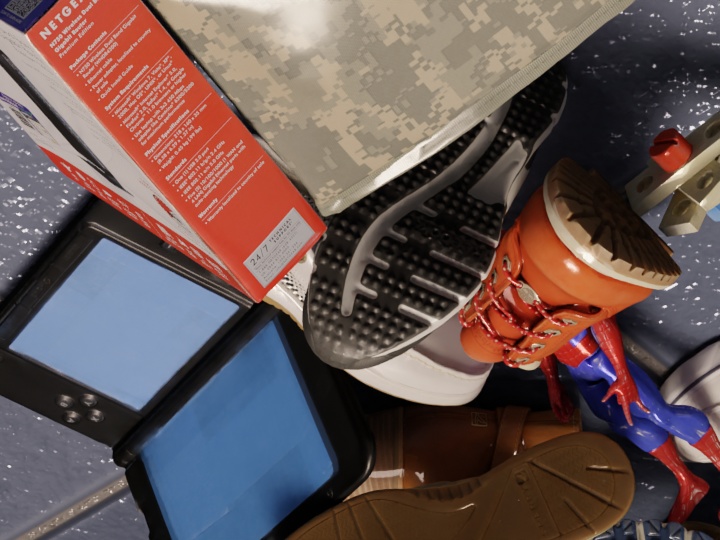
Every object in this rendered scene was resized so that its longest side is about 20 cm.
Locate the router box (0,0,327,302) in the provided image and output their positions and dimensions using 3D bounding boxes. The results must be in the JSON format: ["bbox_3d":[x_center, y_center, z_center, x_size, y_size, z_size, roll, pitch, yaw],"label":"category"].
[{"bbox_3d":[-0.126,-0.088,1.176,0.049,0.200,0.180,-46,126,-9],"label":"router box"}]

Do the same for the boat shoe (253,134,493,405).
[{"bbox_3d":[0.000,0.000,1.326,0.200,0.071,0.069,33,131,-23],"label":"boat shoe"}]

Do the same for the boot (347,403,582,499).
[{"bbox_3d":[0.062,0.149,1.481,0.154,0.074,0.200,-6,141,6],"label":"boot"}]

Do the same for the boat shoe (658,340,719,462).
[{"bbox_3d":[0.240,0.069,1.366,0.199,0.066,0.072,-20,131,28],"label":"boat shoe"}]

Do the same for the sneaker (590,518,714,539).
[{"bbox_3d":[0.125,0.174,1.408,0.199,0.077,0.085,16,158,6],"label":"sneaker"}]

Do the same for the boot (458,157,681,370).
[{"bbox_3d":[0.090,0.008,1.221,0.107,0.200,0.075,-42,83,5],"label":"boot"}]

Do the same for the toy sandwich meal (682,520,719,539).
[{"bbox_3d":[0.204,0.236,1.483,0.070,0.205,0.206,-26,145,-25],"label":"toy sandwich meal"}]

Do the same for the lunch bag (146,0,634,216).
[{"bbox_3d":[0.017,-0.151,1.121,0.200,0.118,0.164,-30,126,15],"label":"lunch bag"}]

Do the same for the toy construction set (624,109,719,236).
[{"bbox_3d":[0.221,-0.035,1.248,0.131,0.092,0.200,-29,137,34],"label":"toy construction set"}]

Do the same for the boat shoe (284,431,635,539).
[{"bbox_3d":[0.049,0.142,1.346,0.199,0.074,0.063,-17,165,5],"label":"boat shoe"}]

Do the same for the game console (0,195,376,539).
[{"bbox_3d":[-0.107,0.072,1.387,0.175,0.117,0.200,27,134,-20],"label":"game console"}]

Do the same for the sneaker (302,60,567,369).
[{"bbox_3d":[0.035,-0.022,1.211,0.074,0.200,0.080,32,146,6],"label":"sneaker"}]

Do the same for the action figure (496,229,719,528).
[{"bbox_3d":[0.126,0.054,1.356,0.200,0.052,0.065,51,150,-16],"label":"action figure"}]
